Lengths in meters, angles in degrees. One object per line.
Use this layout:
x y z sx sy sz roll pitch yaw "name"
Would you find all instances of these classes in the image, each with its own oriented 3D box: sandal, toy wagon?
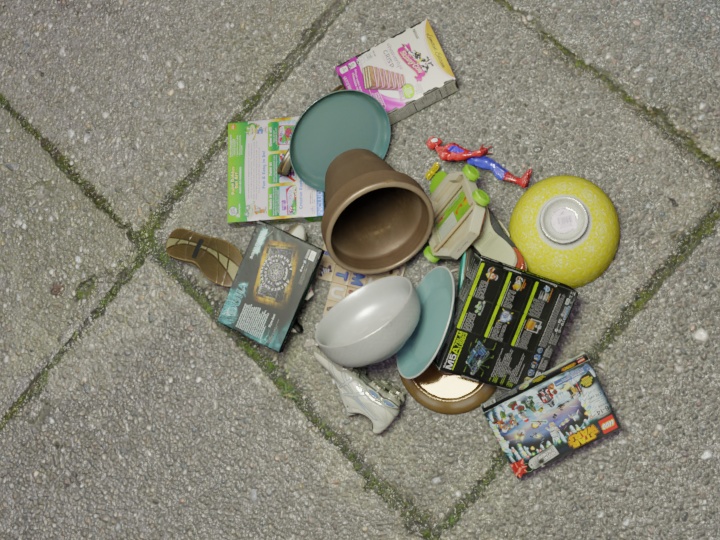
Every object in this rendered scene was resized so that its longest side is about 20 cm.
-0.291 -0.025 1.691 0.198 0.054 0.081 22 81 30 "sandal"
0.160 -0.115 1.568 0.156 0.039 0.202 -50 34 32 "toy wagon"
-0.082 -0.251 1.623 0.054 0.082 0.201 34 91 -4 "sandal"

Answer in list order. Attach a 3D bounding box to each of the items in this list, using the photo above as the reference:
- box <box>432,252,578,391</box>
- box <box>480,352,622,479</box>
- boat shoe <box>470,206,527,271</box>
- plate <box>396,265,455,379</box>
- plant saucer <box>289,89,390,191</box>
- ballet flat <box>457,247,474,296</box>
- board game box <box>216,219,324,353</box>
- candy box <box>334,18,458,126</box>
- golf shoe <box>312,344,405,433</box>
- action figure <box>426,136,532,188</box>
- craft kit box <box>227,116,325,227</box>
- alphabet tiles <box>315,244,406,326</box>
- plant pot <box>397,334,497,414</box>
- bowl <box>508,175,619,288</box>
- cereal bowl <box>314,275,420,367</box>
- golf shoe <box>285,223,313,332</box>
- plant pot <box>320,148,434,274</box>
0.243 0.095 1.478 0.190 0.048 0.203 17 101 -13 "box"
0.320 0.245 1.479 0.198 0.040 0.138 -28 102 7 "box"
0.228 -0.059 1.556 0.071 0.062 0.201 -46 50 16 "boat shoe"
0.117 0.091 1.505 0.025 0.200 0.203 20 85 -17 "plate"
-0.040 -0.238 1.598 0.199 0.200 0.028 -39 42 4 "plant saucer"
0.190 0.064 1.533 0.067 0.068 0.203 13 85 2 "ballet flat"
-0.163 0.028 1.590 0.134 0.028 0.203 25 96 11 "board game box"
0.068 -0.361 1.654 0.198 0.061 0.138 -26 76 7 "candy box"
-0.019 0.212 1.576 0.199 0.078 0.098 35 107 23 "golf shoe"
0.212 -0.202 1.594 0.197 0.065 0.053 19 107 14 "action figure"
-0.159 -0.190 1.689 0.194 0.049 0.204 -2 80 10 "craft kit box"
0.000 0.000 1.638 0.164 0.008 0.203 13 84 15 "alphabet tiles"
0.159 0.153 1.566 0.196 0.027 0.204 -2 81 13 "plant pot"
0.351 -0.076 1.518 0.196 0.108 0.204 -2 81 12 "bowl"
0.022 0.101 1.530 0.198 0.201 0.084 -28 110 7 "cereal bowl"
-0.123 0.016 1.634 0.091 0.073 0.203 14 93 10 "golf shoe"
0.013 -0.124 1.565 0.198 0.201 0.176 -29 45 7 "plant pot"
